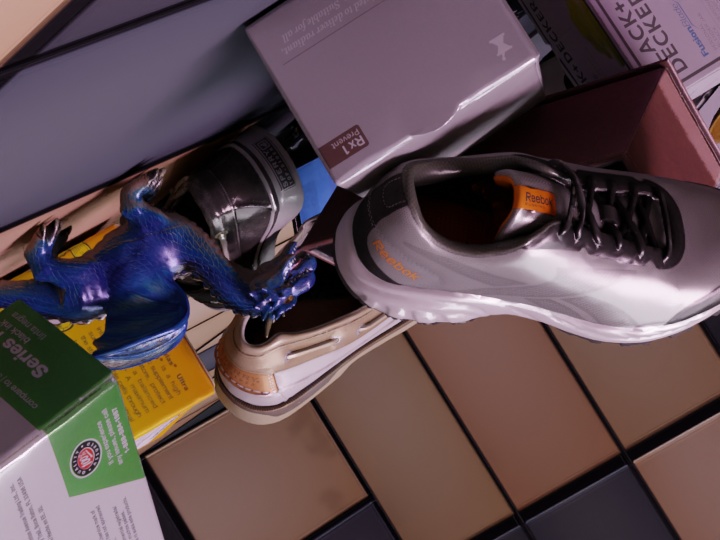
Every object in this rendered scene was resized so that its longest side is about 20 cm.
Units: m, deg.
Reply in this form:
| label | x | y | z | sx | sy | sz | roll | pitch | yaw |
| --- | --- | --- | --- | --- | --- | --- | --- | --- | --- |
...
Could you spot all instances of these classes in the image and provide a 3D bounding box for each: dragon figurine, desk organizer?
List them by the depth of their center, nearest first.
| label | x | y | z | sx | sy | sz | roll | pitch | yaw |
| --- | --- | --- | --- | --- | --- | --- | --- | --- | --- |
| desk organizer | 0.074 | -0.031 | 1.242 | 0.199 | 0.072 | 0.077 | -16 | -151 | 35 |
| dragon figurine | -0.119 | 0.016 | 1.249 | 0.199 | 0.100 | 0.059 | -27 | 175 | -10 |

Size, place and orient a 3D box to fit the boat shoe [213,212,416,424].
| label | x | y | z | sx | sy | sz | roll | pitch | yaw |
| --- | --- | --- | --- | --- | --- | --- | --- | --- | --- |
| boat shoe | 0.000 | 0.000 | 1.362 | 0.200 | 0.075 | 0.069 | -47 | 164 | -26 |

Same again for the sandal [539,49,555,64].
| label | x | y | z | sx | sy | sz | roll | pitch | yaw |
| --- | --- | --- | --- | --- | --- | --- | --- | --- | --- |
| sandal | 0.195 | -0.130 | 1.419 | 0.200 | 0.048 | 0.075 | -17 | -157 | 32 |

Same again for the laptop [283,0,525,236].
| label | x | y | z | sx | sy | sz | roll | pitch | yaw |
| --- | --- | --- | --- | --- | --- | --- | --- | --- | --- |
| laptop | 0.053 | -0.077 | 1.459 | 0.177 | 0.104 | 0.200 | -30 | 176 | -37 |

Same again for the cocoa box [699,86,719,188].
| label | x | y | z | sx | sy | sz | roll | pitch | yaw |
| --- | --- | --- | --- | --- | --- | --- | --- | --- | --- |
| cocoa box | 0.232 | -0.124 | 1.578 | 0.133 | 0.201 | 0.131 | -32 | 177 | 5 |

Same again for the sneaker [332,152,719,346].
| label | x | y | z | sx | sy | sz | roll | pitch | yaw |
| --- | --- | --- | --- | --- | --- | --- | --- | --- | --- |
| sneaker | 0.092 | -0.014 | 1.100 | 0.199 | 0.074 | 0.079 | 0 | 155 | -16 |

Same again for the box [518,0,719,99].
| label | x | y | z | sx | sy | sz | roll | pitch | yaw |
| --- | --- | --- | --- | --- | --- | --- | --- | --- | --- |
| box | 0.183 | -0.164 | 1.290 | 0.199 | 0.117 | 0.060 | -30 | 175 | -23 |

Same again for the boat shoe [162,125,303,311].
| label | x | y | z | sx | sy | sz | roll | pitch | yaw |
| --- | --- | --- | --- | --- | --- | --- | --- | --- | --- |
| boat shoe | -0.085 | -0.020 | 1.381 | 0.064 | 0.071 | 0.200 | -32 | 168 | -20 |

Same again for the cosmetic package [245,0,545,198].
| label | x | y | z | sx | sy | sz | roll | pitch | yaw |
| --- | --- | --- | --- | --- | --- | --- | --- | --- | --- |
| cosmetic package | 0.021 | -0.093 | 1.142 | 0.107 | 0.090 | 0.200 | -32 | 174 | 2 |

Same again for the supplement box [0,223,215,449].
| label | x | y | z | sx | sy | sz | roll | pitch | yaw |
| --- | --- | --- | --- | --- | --- | --- | --- | --- | --- |
| supplement box | -0.198 | 0.077 | 1.345 | 0.200 | 0.110 | 0.109 | -30 | 176 | -28 |

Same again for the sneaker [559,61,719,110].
| label | x | y | z | sx | sy | sz | roll | pitch | yaw |
| --- | --- | --- | --- | --- | --- | --- | --- | --- | --- |
| sneaker | 0.128 | -0.104 | 1.329 | 0.200 | 0.104 | 0.060 | -49 | 175 | -11 |

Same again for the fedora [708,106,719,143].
| label | x | y | z | sx | sy | sz | roll | pitch | yaw |
| --- | --- | --- | --- | --- | --- | --- | --- | --- | --- |
| fedora | 0.280 | -0.104 | 1.337 | 0.200 | 0.082 | 0.201 | -34 | 173 | -5 |

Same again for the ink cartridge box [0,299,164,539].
| label | x | y | z | sx | sy | sz | roll | pitch | yaw |
| --- | --- | --- | --- | --- | --- | --- | --- | --- | --- |
| ink cartridge box | -0.202 | 0.134 | 1.187 | 0.200 | 0.083 | 0.147 | -37 | 142 | -25 |

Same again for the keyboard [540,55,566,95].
| label | x | y | z | sx | sy | sz | roll | pitch | yaw |
| --- | --- | --- | --- | --- | --- | --- | --- | --- | --- |
| keyboard | 0.136 | -0.119 | 1.390 | 0.199 | 0.011 | 0.056 | -28 | -156 | 5 |
